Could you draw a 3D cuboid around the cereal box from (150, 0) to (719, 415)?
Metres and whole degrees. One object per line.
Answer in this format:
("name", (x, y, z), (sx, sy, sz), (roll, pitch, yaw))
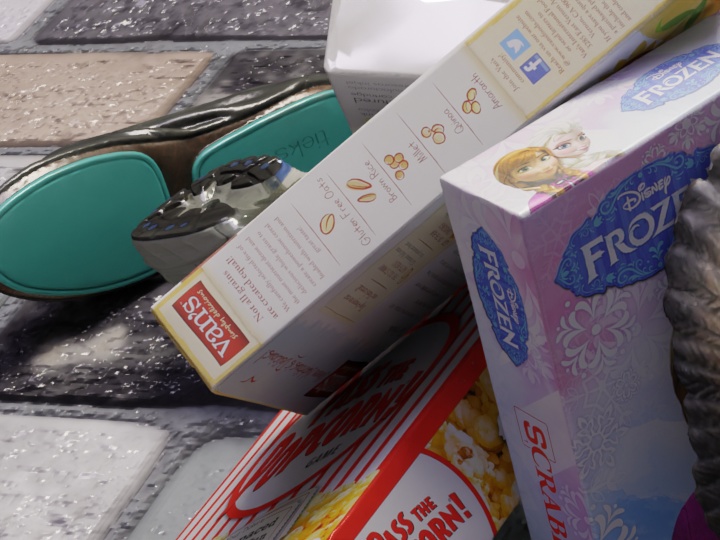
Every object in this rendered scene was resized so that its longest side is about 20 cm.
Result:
("cereal box", (0.033, -0.031, 0.855), (0.200, 0.040, 0.144), (-39, -11, 4))

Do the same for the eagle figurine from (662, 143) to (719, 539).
("eagle figurine", (0.169, 0.055, 0.748), (0.150, 0.201, 0.151), (-11, 34, 9))

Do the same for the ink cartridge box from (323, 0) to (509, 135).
("ink cartridge box", (0.059, -0.070, 1.058), (0.116, 0.200, 0.068), (3, 74, 11))

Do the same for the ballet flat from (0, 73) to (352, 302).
("ballet flat", (-0.088, -0.036, 1.166), (0.199, 0.069, 0.068), (-19, 19, -25))

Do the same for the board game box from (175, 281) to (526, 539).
("board game box", (-0.005, 0.081, 0.879), (0.151, 0.046, 0.200), (-32, 13, 45))

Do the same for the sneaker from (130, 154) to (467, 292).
("sneaker", (0.000, 0.000, 1.019), (0.077, 0.086, 0.199), (-42, 24, -30))

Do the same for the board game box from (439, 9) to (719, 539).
("board game box", (0.132, 0.014, 0.838), (0.199, 0.201, 0.041), (-32, 35, -24))
